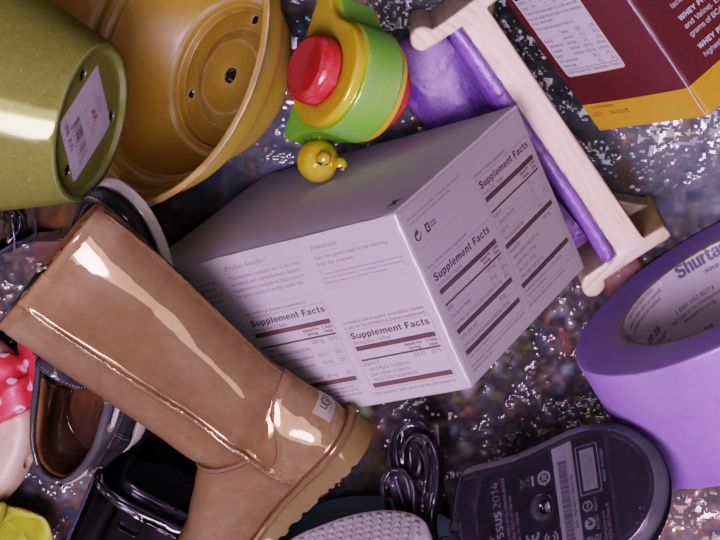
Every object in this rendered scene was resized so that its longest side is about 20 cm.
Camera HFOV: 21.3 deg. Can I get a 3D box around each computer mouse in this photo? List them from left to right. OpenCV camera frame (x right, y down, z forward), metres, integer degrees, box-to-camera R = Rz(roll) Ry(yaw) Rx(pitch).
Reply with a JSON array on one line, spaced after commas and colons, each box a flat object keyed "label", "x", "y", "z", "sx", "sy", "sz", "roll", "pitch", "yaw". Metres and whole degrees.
[{"label": "computer mouse", "x": 0.107, "y": 0.146, "z": 1.155, "sx": 0.200, "sy": 0.053, "sz": 0.139, "roll": -16, "pitch": 64, "yaw": 34}]

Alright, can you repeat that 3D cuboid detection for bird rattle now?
[{"label": "bird rattle", "x": -0.254, "y": 0.100, "z": 1.236, "sx": 0.163, "sy": 0.113, "sz": 0.200, "roll": 23, "pitch": 103, "yaw": 11}]

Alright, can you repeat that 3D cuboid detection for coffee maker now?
[{"label": "coffee maker", "x": -0.141, "y": 0.229, "z": 1.205, "sx": 0.135, "sy": 0.192, "sz": 0.200, "roll": 18, "pitch": 107, "yaw": -24}]

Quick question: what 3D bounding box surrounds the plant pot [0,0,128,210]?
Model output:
[{"label": "plant pot", "x": -0.243, "y": -0.106, "z": 1.100, "sx": 0.200, "sy": 0.187, "sz": 0.187, "roll": 15, "pitch": 107, "yaw": 15}]

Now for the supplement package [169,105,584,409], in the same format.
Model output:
[{"label": "supplement package", "x": 0.000, "y": 0.000, "z": 1.132, "sx": 0.200, "sy": 0.156, "sz": 0.111, "roll": -12, "pitch": 109, "yaw": 37}]

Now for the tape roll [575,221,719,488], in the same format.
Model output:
[{"label": "tape roll", "x": 0.237, "y": 0.039, "z": 1.157, "sx": 0.200, "sy": 0.200, "sz": 0.085, "roll": -31, "pitch": 104, "yaw": 9}]

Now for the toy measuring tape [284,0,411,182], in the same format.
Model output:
[{"label": "toy measuring tape", "x": 0.006, "y": -0.146, "z": 1.114, "sx": 0.074, "sy": 0.074, "sz": 0.200, "roll": 17, "pitch": 91, "yaw": -4}]

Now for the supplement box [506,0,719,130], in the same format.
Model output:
[{"label": "supplement box", "x": 0.176, "y": -0.221, "z": 1.082, "sx": 0.197, "sy": 0.133, "sz": 0.200, "roll": -41, "pitch": 103, "yaw": -14}]

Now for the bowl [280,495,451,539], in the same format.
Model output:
[{"label": "bowl", "x": 0.001, "y": 0.257, "z": 1.241, "sx": 0.201, "sy": 0.105, "sz": 0.201, "roll": 2, "pitch": 101, "yaw": 8}]

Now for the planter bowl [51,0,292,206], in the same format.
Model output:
[{"label": "planter bowl", "x": -0.102, "y": -0.126, "z": 1.152, "sx": 0.083, "sy": 0.200, "sz": 0.200, "roll": 14, "pitch": 112, "yaw": -49}]

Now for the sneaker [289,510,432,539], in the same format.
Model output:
[{"label": "sneaker", "x": -0.032, "y": 0.232, "z": 1.158, "sx": 0.200, "sy": 0.073, "sz": 0.114, "roll": -32, "pitch": 123, "yaw": -12}]

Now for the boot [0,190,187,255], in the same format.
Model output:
[{"label": "boot", "x": -0.204, "y": -0.034, "z": 1.190, "sx": 0.200, "sy": 0.097, "sz": 0.075, "roll": -9, "pitch": 116, "yaw": 4}]

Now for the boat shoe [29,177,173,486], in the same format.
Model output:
[{"label": "boat shoe", "x": -0.154, "y": 0.040, "z": 1.111, "sx": 0.072, "sy": 0.068, "sz": 0.200, "roll": 31, "pitch": 128, "yaw": 24}]

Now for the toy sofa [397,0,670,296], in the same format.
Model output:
[{"label": "toy sofa", "x": 0.097, "y": -0.079, "z": 1.185, "sx": 0.098, "sy": 0.083, "sz": 0.200, "roll": -34, "pitch": 103, "yaw": 9}]

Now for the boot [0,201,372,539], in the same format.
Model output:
[{"label": "boot", "x": -0.118, "y": 0.080, "z": 1.075, "sx": 0.200, "sy": 0.066, "sz": 0.175, "roll": 37, "pitch": 111, "yaw": -13}]
